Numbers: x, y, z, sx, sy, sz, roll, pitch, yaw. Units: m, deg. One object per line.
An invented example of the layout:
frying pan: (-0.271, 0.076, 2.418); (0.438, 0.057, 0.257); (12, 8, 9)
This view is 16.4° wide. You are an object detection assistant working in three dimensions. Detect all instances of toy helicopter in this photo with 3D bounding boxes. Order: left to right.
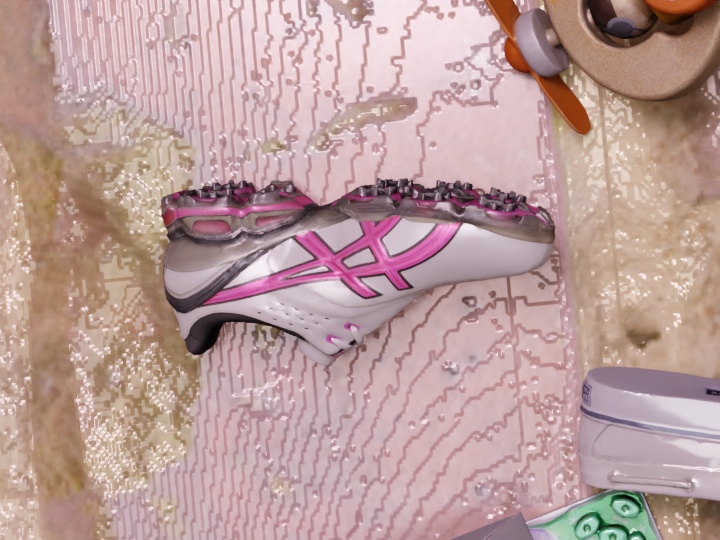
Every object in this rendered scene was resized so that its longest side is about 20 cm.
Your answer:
toy helicopter: (0.097, -0.158, 1.227); (0.200, 0.079, 0.132); (44, 116, 18)

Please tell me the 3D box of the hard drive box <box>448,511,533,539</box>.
hard drive box: (0.012, 0.228, 1.202); (0.200, 0.077, 0.156); (-23, 88, 18)

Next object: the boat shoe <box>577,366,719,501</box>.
boat shoe: (0.204, 0.098, 1.220); (0.200, 0.071, 0.070); (9, 103, 7)

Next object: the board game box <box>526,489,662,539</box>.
board game box: (0.084, 0.235, 1.254); (0.200, 0.026, 0.200); (-22, 89, 6)

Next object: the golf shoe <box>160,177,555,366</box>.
golf shoe: (0.000, 0.000, 1.240); (0.200, 0.073, 0.092); (-1, 97, 16)
